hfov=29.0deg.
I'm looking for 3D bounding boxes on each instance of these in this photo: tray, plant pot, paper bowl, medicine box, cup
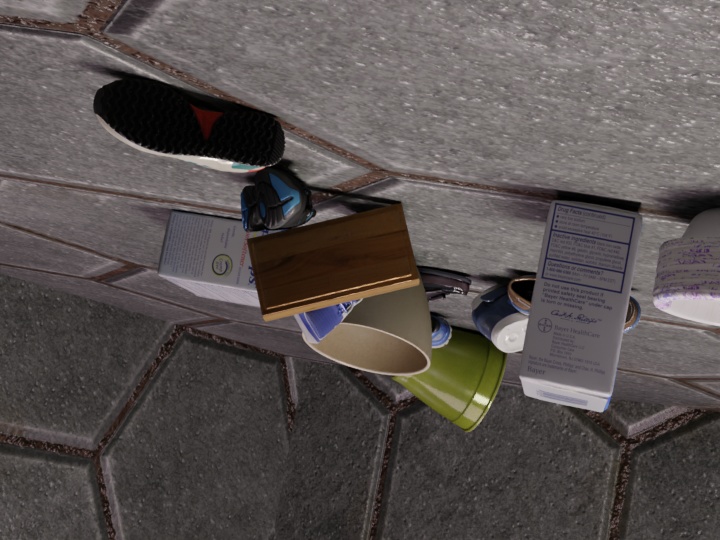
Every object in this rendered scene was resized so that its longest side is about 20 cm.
[{"bbox_3d":[-0.034,-0.011,1.715,0.197,0.100,0.037,-13,166,0],"label":"tray"},{"bbox_3d":[0.171,0.198,2.840,0.191,0.203,0.200,24,169,-10],"label":"plant pot"},{"bbox_3d":[0.409,-0.001,1.446,0.197,0.106,0.201,11,171,2],"label":"paper bowl"},{"bbox_3d":[0.247,0.043,1.560,0.101,0.203,0.182,11,172,10],"label":"medicine box"},{"bbox_3d":[-0.184,-0.010,2.139,0.197,0.105,0.182,8,171,13],"label":"medicine box"},{"bbox_3d":[0.023,0.054,2.096,0.197,0.145,0.201,12,159,5],"label":"cup"}]

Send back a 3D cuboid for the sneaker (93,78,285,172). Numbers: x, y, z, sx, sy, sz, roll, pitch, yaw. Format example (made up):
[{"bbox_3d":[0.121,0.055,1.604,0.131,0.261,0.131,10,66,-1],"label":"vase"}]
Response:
[{"bbox_3d":[-0.180,-0.137,1.416,0.197,0.071,0.093,11,166,-21],"label":"sneaker"}]

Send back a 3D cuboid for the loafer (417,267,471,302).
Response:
[{"bbox_3d":[0.078,0.029,2.194,0.197,0.064,0.072,8,171,21],"label":"loafer"}]

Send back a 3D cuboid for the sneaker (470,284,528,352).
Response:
[{"bbox_3d":[0.268,0.053,2.153,0.197,0.082,0.147,-14,-150,-13],"label":"sneaker"}]

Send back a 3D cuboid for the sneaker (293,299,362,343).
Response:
[{"bbox_3d":[0.000,0.000,1.767,0.114,0.200,0.081,-2,129,44],"label":"sneaker"}]

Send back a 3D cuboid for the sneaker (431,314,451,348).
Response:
[{"bbox_3d":[0.074,0.104,2.702,0.197,0.080,0.089,-1,161,18],"label":"sneaker"}]

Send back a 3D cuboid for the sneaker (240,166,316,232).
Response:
[{"bbox_3d":[-0.090,-0.088,1.691,0.081,0.074,0.200,-5,-179,-16],"label":"sneaker"}]

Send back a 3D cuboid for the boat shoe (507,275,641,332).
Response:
[{"bbox_3d":[0.305,0.049,2.015,0.197,0.073,0.072,7,170,23],"label":"boat shoe"}]
